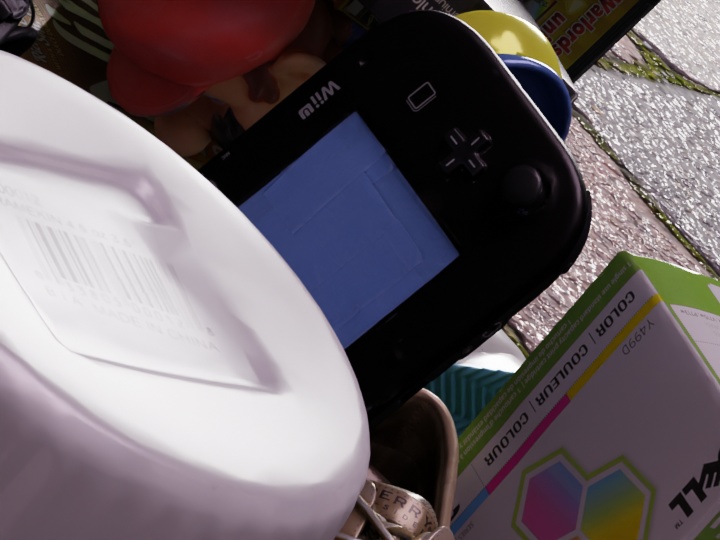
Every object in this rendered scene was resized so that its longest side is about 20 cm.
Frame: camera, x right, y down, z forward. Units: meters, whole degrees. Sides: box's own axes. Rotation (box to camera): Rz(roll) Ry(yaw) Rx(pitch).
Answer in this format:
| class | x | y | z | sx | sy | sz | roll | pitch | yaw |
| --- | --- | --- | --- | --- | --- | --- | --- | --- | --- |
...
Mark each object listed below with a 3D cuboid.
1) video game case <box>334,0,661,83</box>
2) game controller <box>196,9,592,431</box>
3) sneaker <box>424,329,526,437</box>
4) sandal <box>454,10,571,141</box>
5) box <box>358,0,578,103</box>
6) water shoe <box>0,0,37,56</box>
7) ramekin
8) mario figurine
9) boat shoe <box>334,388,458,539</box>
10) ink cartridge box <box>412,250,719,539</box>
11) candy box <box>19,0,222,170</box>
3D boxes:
| class | x | y | z | sx | sy | sz | roll | pitch | yaw |
| --- | --- | --- | --- | --- | --- | --- | --- | --- | --- |
| video game case | -0.003 | -0.113 | 1.201 | 0.180 | 0.200 | 0.026 | 35 | 45 | -13 |
| game controller | -0.024 | 0.009 | 0.926 | 0.105 | 0.200 | 0.042 | 53 | 7 | 17 |
| sneaker | -0.018 | 0.024 | 1.085 | 0.200 | 0.077 | 0.081 | 26 | 15 | -45 |
| sandal | 0.000 | 0.000 | 0.976 | 0.079 | 0.200 | 0.087 | 42 | 2 | -33 |
| box | -0.010 | -0.140 | 1.057 | 0.200 | 0.036 | 0.143 | 44 | 11 | -23 |
| water shoe | -0.140 | -0.096 | 0.960 | 0.078 | 0.201 | 0.072 | 13 | -4 | -3 |
| ramekin | -0.092 | 0.030 | 0.773 | 0.200 | 0.098 | 0.201 | 34 | 23 | -17 |
| mario figurine | -0.025 | -0.056 | 1.095 | 0.123 | 0.107 | 0.200 | -3 | -22 | 45 |
| boat shoe | -0.005 | 0.095 | 0.963 | 0.072 | 0.065 | 0.200 | 38 | 21 | -4 |
| ink cartridge box | 0.113 | 0.117 | 1.000 | 0.076 | 0.148 | 0.200 | 18 | 30 | -42 |
| candy box | -0.097 | -0.062 | 1.130 | 0.199 | 0.055 | 0.116 | 24 | 28 | -37 |
